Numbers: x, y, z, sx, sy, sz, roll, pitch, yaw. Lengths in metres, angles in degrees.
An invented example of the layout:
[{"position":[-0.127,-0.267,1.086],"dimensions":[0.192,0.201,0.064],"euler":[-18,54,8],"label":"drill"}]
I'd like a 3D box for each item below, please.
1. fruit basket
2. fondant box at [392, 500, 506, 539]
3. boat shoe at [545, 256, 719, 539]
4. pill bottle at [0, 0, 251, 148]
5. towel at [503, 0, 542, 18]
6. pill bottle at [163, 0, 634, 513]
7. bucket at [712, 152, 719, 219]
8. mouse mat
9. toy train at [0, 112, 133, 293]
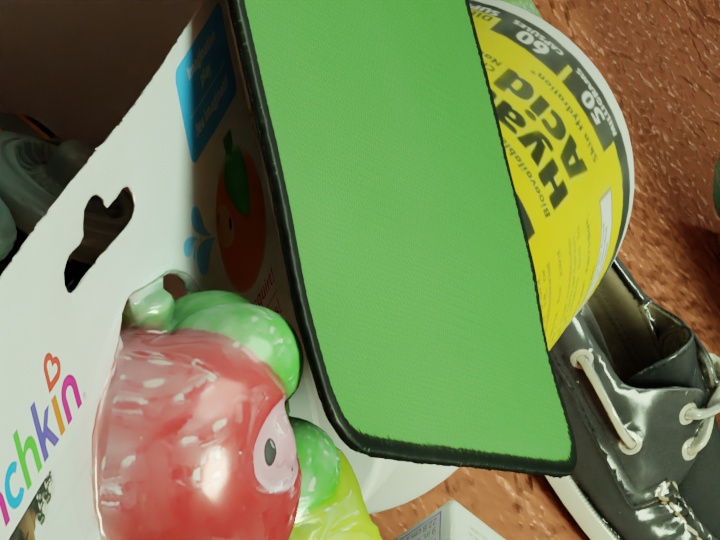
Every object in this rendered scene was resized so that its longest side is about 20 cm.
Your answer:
[{"position":[-0.030,0.068,0.569],"dimensions":[0.185,0.093,0.200],"euler":[-62,152,-56],"label":"fruit basket"},{"position":[0.052,0.176,0.697],"dimensions":[0.144,0.058,0.200],"euler":[39,30,-27],"label":"fondant box"},{"position":[0.084,0.034,0.902],"dimensions":[0.200,0.060,0.074],"euler":[50,27,-9],"label":"boat shoe"},{"position":[-0.060,-0.131,0.724],"dimensions":[0.113,0.113,0.200],"euler":[37,32,-30],"label":"pill bottle"},{"position":[0.014,-0.119,1.000],"dimensions":[0.149,0.031,0.200],"euler":[0,59,-58],"label":"towel"},{"position":[0.000,0.000,0.756],"dimensions":[0.111,0.111,0.200],"euler":[52,28,-5],"label":"pill bottle"},{"position":[0.244,-0.016,1.071],"dimensions":[0.207,0.207,0.135],"euler":[17,39,-50],"label":"bucket"},{"position":[0.003,-0.050,0.642],"dimensions":[0.161,0.008,0.201],"euler":[16,60,-66],"label":"mouse mat"},{"position":[-0.130,-0.012,0.589],"dimensions":[0.114,0.085,0.200],"euler":[40,20,23],"label":"toy train"}]
